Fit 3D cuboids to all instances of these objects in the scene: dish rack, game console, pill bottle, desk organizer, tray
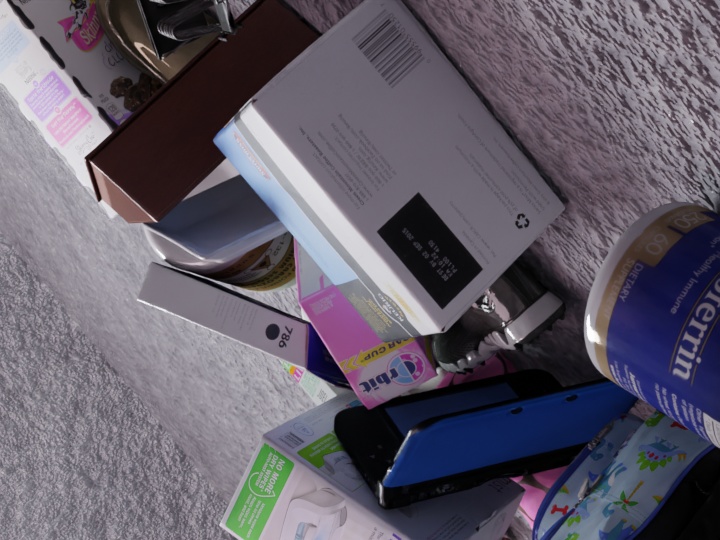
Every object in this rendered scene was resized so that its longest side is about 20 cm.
[{"bbox_3d":[-0.140,-0.234,1.216,0.200,0.054,0.155,-146,36,-73],"label":"dish rack"},{"bbox_3d":[0.096,0.100,1.271,0.171,0.198,0.120,-128,34,-53],"label":"game console"},{"bbox_3d":[-0.092,-0.042,1.433,0.114,0.115,0.200,39,-171,25],"label":"pill bottle"},{"bbox_3d":[0.230,0.050,0.914,0.199,0.116,0.116,32,158,41],"label":"pill bottle"},{"bbox_3d":[-0.109,-0.112,1.264,0.077,0.200,0.072,40,162,16],"label":"desk organizer"},{"bbox_3d":[-0.059,-0.056,1.264,0.107,0.199,0.022,27,137,51],"label":"tray"}]

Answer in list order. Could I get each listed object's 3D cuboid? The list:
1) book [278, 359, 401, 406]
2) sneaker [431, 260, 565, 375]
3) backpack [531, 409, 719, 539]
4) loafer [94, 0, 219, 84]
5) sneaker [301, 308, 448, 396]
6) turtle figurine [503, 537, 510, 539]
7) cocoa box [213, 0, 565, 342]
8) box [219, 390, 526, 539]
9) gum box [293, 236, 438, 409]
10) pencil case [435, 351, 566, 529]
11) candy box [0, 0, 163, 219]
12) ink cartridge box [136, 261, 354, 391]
[{"bbox_3d":[0.016,0.132,1.585,0.133,0.048,0.200,14,-161,-36],"label":"book"},{"bbox_3d":[0.091,0.025,1.311,0.091,0.066,0.200,52,160,-1],"label":"sneaker"},{"bbox_3d":[0.210,0.216,1.194,0.184,0.200,0.147,55,162,-26],"label":"backpack"},{"bbox_3d":[-0.140,-0.183,1.414,0.200,0.076,0.068,40,163,-7],"label":"loafer"},{"bbox_3d":[0.025,0.056,1.554,0.199,0.076,0.092,32,151,24],"label":"sneaker"},{"bbox_3d":[0.110,0.344,1.849,0.201,0.143,0.194,54,167,-9],"label":"turtle figurine"},{"bbox_3d":[0.017,-0.068,1.155,0.200,0.133,0.131,49,163,-6],"label":"cocoa box"},{"bbox_3d":[0.016,0.191,1.352,0.176,0.097,0.200,33,-160,16],"label":"box"},{"bbox_3d":[0.000,0.000,1.332,0.114,0.066,0.201,58,-167,-30],"label":"gum box"},{"bbox_3d":[0.141,0.166,1.449,0.201,0.093,0.091,51,-158,-5],"label":"pencil case"},{"bbox_3d":[-0.223,-0.172,1.465,0.071,0.168,0.200,-36,98,36],"label":"candy box"},{"bbox_3d":[-0.076,0.048,1.347,0.198,0.040,0.099,23,180,25],"label":"ink cartridge box"}]
